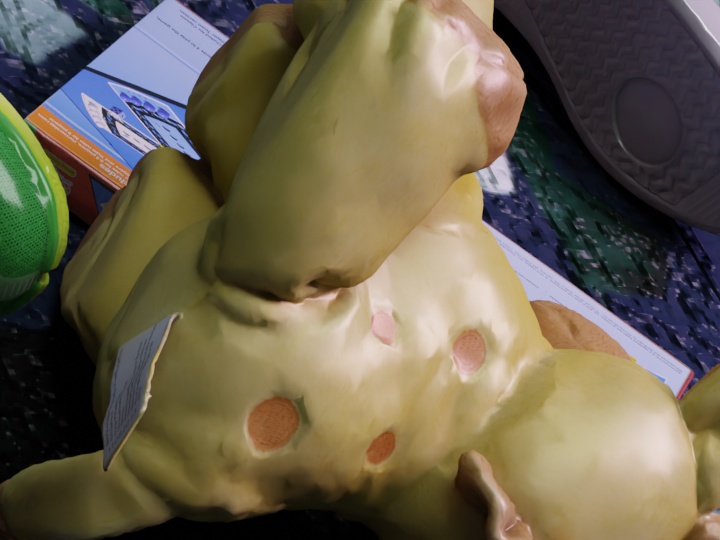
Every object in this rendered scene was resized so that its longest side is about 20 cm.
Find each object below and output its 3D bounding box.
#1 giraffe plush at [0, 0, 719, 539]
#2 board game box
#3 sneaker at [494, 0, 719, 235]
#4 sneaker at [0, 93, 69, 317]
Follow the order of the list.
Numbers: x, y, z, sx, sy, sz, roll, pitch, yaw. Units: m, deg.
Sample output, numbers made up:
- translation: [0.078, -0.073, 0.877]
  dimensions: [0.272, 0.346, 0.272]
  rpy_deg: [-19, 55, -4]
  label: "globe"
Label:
- translation: [0.021, 0.027, 0.758]
  dimensions: [0.162, 0.173, 0.201]
  rpy_deg: [34, 39, -15]
  label: "giraffe plush"
- translation: [0.000, 0.000, 0.884]
  dimensions: [0.200, 0.019, 0.103]
  rpy_deg: [36, 32, 3]
  label: "board game box"
- translation: [0.112, -0.097, 1.044]
  dimensions: [0.118, 0.074, 0.201]
  rpy_deg: [-12, 52, -39]
  label: "sneaker"
- translation: [-0.168, -0.034, 0.742]
  dimensions: [0.199, 0.074, 0.084]
  rpy_deg: [25, 31, 3]
  label: "sneaker"
